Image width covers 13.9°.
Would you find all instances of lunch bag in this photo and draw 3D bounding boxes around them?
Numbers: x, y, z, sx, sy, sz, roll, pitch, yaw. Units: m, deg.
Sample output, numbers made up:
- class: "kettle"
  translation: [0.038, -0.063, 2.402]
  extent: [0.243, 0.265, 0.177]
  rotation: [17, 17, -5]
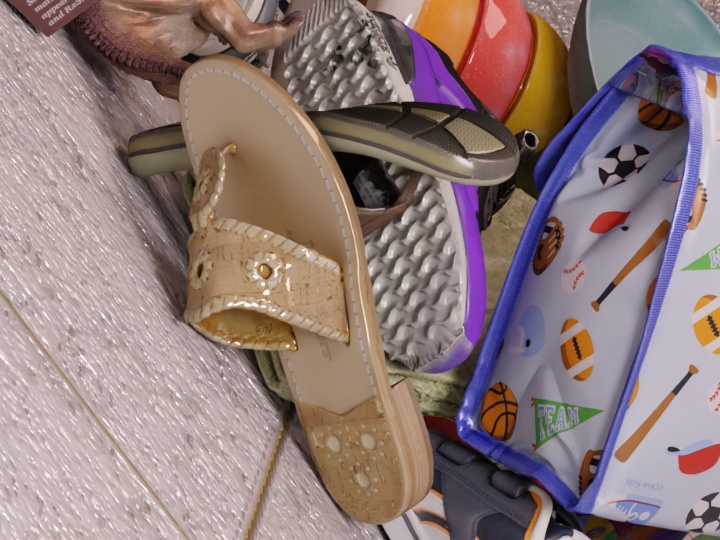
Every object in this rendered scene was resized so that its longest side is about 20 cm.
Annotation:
- class: "lunch bag"
  translation: [0.157, 0.008, 1.312]
  extent: [0.170, 0.200, 0.124]
  rotation: [11, 13, -38]

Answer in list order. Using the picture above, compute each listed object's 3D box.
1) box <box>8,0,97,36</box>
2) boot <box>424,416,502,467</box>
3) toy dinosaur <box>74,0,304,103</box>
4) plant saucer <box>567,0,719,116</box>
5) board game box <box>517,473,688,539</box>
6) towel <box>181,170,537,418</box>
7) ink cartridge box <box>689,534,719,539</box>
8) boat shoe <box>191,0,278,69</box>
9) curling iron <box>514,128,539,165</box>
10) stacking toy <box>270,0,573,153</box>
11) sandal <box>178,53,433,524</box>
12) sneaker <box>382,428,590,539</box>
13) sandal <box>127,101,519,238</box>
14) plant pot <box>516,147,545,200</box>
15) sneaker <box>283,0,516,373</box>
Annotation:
- class: "box"
  translation: [-0.150, -0.212, 1.363]
  extent: [0.075, 0.100, 0.200]
  rotation: [45, 14, -44]
- class: "boot"
  translation: [0.000, 0.000, 1.471]
  extent: [0.144, 0.072, 0.200]
  rotation: [34, 24, -55]
- class: "toy dinosaur"
  translation: [-0.102, -0.141, 1.402]
  extent: [0.136, 0.086, 0.200]
  rotation: [31, 35, -17]
- class: "plant saucer"
  translation: [0.168, -0.071, 1.596]
  extent: [0.200, 0.036, 0.200]
  rotation: [35, 41, -38]
- class: "board game box"
  translation: [0.136, 0.074, 1.483]
  extent: [0.039, 0.200, 0.158]
  rotation: [44, -4, -26]
- class: "towel"
  translation: [0.020, 0.010, 1.376]
  extent: [0.200, 0.036, 0.148]
  rotation: [6, 48, -33]
- class: "ink cartridge box"
  translation: [0.163, 0.208, 1.306]
  extent: [0.200, 0.145, 0.048]
  rotation: [60, -11, 26]
- class: "boat shoe"
  translation: [-0.064, -0.145, 1.637]
  extent: [0.062, 0.073, 0.200]
  rotation: [47, 6, -19]
- class: "curling iron"
  translation: [0.037, -0.042, 1.571]
  extent: [0.200, 0.026, 0.050]
  rotation: [154, -63, -61]
- class: "stacking toy"
  translation: [0.064, -0.104, 1.598]
  extent: [0.200, 0.146, 0.146]
  rotation: [25, 23, -25]
- class: "sandal"
  translation: [-0.038, 0.016, 1.234]
  extent: [0.070, 0.078, 0.212]
  rotation: [-30, 100, -45]
- class: "sneaker"
  translation: [0.061, 0.123, 1.315]
  extent: [0.078, 0.079, 0.200]
  rotation: [44, 13, -42]
- class: "sandal"
  translation: [-0.014, -0.042, 1.283]
  extent: [0.080, 0.201, 0.057]
  rotation: [-10, 98, -49]
- class: "plant pot"
  translation: [0.087, -0.016, 1.696]
  extent: [0.200, 0.187, 0.187]
  rotation: [41, 9, 3]
- class: "sneaker"
  translation: [0.037, -0.037, 1.355]
  extent: [0.100, 0.070, 0.200]
  rotation: [18, 44, -40]
